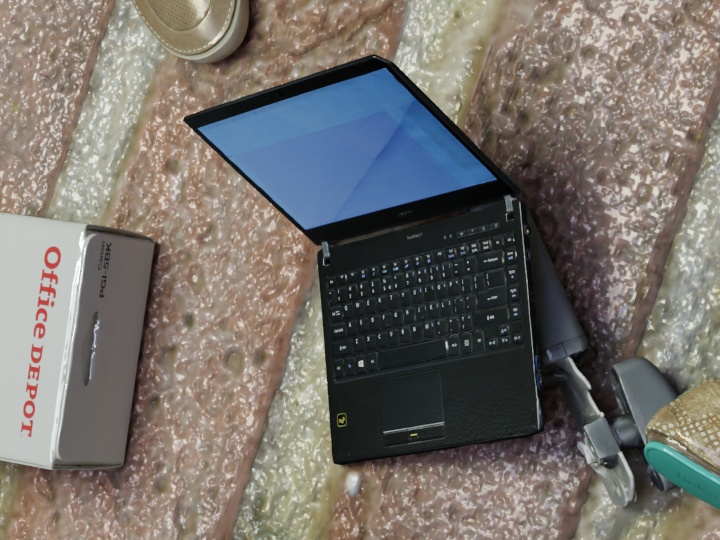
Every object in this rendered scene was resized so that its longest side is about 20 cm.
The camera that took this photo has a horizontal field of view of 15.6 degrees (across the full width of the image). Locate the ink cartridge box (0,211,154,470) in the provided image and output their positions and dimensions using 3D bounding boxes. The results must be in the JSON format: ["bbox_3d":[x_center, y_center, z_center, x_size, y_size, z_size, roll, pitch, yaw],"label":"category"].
[{"bbox_3d":[-0.235,0.036,1.605,0.199,0.083,0.148,8,89,28],"label":"ink cartridge box"}]

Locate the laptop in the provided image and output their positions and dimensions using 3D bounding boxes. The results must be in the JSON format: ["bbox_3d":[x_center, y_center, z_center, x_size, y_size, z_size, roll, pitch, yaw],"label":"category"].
[{"bbox_3d":[0.000,0.000,1.447,0.177,0.103,0.202,-13,79,49],"label":"laptop"}]

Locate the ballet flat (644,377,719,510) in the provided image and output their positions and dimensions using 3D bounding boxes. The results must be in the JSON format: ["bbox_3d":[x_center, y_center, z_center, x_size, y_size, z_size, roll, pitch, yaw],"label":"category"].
[{"bbox_3d":[0.242,0.120,1.364,0.199,0.071,0.065,35,73,15],"label":"ballet flat"}]

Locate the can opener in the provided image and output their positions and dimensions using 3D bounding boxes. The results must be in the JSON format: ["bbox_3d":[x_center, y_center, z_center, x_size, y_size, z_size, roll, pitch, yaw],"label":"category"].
[{"bbox_3d":[0.121,0.035,1.452,0.066,0.053,0.201,-20,73,-9],"label":"can opener"}]

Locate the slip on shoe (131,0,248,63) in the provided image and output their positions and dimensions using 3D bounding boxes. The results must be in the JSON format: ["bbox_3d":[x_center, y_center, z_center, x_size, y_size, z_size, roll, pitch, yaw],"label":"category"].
[{"bbox_3d":[-0.126,-0.220,1.588,0.076,0.060,0.201,-22,75,23],"label":"slip on shoe"}]
